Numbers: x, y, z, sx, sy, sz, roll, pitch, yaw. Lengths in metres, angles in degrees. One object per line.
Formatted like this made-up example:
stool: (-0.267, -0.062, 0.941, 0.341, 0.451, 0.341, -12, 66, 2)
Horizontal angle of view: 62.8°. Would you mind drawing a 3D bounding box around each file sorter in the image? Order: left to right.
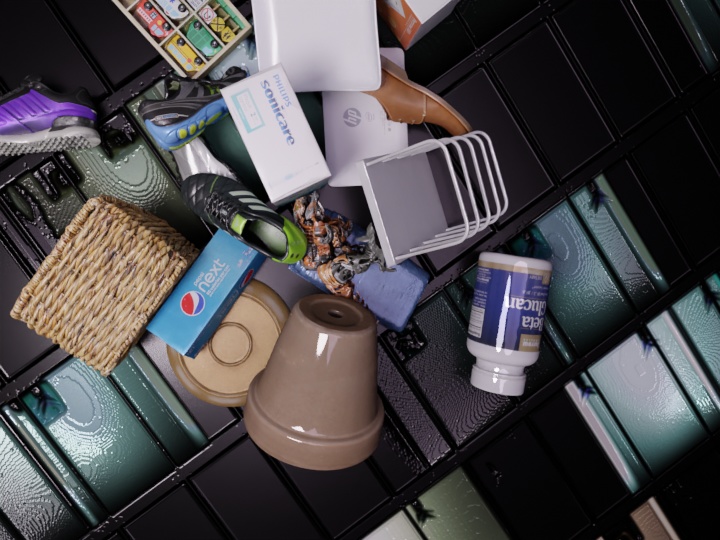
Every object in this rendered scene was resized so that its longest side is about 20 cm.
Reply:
file sorter: (0.109, -0.108, 0.805, 0.123, 0.199, 0.141, -14, 98, 32)

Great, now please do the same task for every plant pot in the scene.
plant pot: (-0.195, 0.109, 0.889, 0.196, 0.027, 0.204, -1, 95, -6)
plant pot: (-0.048, 0.134, 0.799, 0.197, 0.201, 0.177, 12, 111, -7)

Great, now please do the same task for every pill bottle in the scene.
pill bottle: (0.221, 0.078, 0.891, 0.109, 0.111, 0.204, 7, 93, -7)

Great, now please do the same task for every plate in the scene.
plate: (-0.060, -0.352, 0.814, 0.197, 0.032, 0.203, 6, 112, 26)

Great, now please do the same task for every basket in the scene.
basket: (-0.336, 0.011, 0.806, 0.148, 0.143, 0.201, 36, 95, -10)

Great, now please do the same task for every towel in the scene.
towel: (0.000, 0.000, 0.893, 0.198, 0.049, 0.113, 32, 90, -7)

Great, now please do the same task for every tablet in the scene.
tablet: (0.008, -0.232, 0.895, 0.128, 0.014, 0.204, -3, 94, -6)

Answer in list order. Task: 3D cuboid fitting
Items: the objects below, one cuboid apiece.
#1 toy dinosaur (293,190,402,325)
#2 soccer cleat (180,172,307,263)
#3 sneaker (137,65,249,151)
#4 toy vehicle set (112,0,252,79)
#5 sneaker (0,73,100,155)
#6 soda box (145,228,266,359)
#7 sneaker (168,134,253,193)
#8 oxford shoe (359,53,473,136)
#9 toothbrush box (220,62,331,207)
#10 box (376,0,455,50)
toy dinosaur: (-0.019, -0.019, 0.831, 0.134, 0.103, 0.201, -22, 120, 18)
soccer cleat: (-0.160, -0.073, 0.781, 0.198, 0.081, 0.068, 30, 101, 8)
sneaker: (-0.217, -0.236, 0.790, 0.083, 0.070, 0.200, 47, 44, -11)
toy vehicle set: (-0.268, -0.382, 0.846, 0.124, 0.027, 0.200, -44, 97, -2)
sneaker: (-0.466, -0.219, 0.820, 0.196, 0.070, 0.101, -5, 88, -10)
soda box: (-0.209, 0.021, 0.838, 0.067, 0.064, 0.201, 33, 78, 5)
sneaker: (-0.242, -0.155, 0.843, 0.079, 0.074, 0.201, -40, 97, 3)
oxford shoe: (0.077, -0.243, 0.873, 0.198, 0.071, 0.072, 27, 103, -16)
toothbrush box: (-0.108, -0.169, 0.792, 0.084, 0.200, 0.148, -25, 97, -4)
box: (0.050, -0.438, 0.829, 0.097, 0.124, 0.201, -39, 97, -2)
